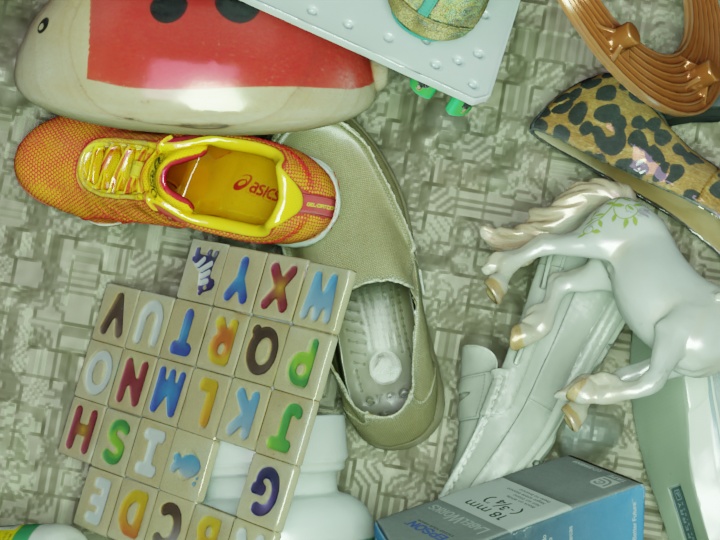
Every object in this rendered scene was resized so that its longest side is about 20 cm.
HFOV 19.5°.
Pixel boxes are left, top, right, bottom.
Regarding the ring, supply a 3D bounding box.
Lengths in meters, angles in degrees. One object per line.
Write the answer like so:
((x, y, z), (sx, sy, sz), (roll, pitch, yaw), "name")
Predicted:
((0.141, -0.175, 1.102), (0.019, 0.200, 0.201), (-25, 85, 32), "ring")

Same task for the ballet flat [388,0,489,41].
((0.067, -0.202, 1.094), (0.071, 0.071, 0.200), (21, 52, 2), "ballet flat")

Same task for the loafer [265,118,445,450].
((0.000, 0.000, 1.144), (0.076, 0.067, 0.200), (-21, 86, -1), "loafer")

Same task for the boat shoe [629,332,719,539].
((0.201, 0.106, 1.142), (0.071, 0.070, 0.201), (-11, 84, -20), "boat shoe")

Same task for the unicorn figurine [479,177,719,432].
((0.153, 0.026, 1.074), (0.137, 0.074, 0.200), (-28, 71, -9), "unicorn figurine")

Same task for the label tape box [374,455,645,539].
((0.052, 0.190, 1.060), (0.200, 0.063, 0.144), (-14, 112, -36), "label tape box")

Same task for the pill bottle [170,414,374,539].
((-0.046, 0.178, 1.110), (0.113, 0.113, 0.200), (-3, 85, 1), "pill bottle")

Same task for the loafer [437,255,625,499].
((0.081, 0.066, 1.142), (0.070, 0.070, 0.200), (31, 79, 8), "loafer")

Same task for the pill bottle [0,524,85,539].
((-0.244, 0.194, 1.099), (0.200, 0.113, 0.113), (-3, 86, 9), "pill bottle")

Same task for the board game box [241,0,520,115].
((-0.005, -0.192, 1.116), (0.200, 0.026, 0.200), (24, 53, -7), "board game box")

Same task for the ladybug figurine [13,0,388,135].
((-0.084, -0.119, 1.117), (0.200, 0.136, 0.072), (2, 110, -5), "ladybug figurine")

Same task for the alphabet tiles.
((-0.090, 0.067, 1.099), (0.008, 0.200, 0.167), (19, 84, -41), "alphabet tiles")

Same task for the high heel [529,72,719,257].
((0.172, -0.015, 1.137), (0.142, 0.071, 0.200), (-6, 70, -5), "high heel")

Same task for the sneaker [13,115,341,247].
((-0.107, -0.057, 1.125), (0.200, 0.077, 0.073), (7, 87, 28), "sneaker")
